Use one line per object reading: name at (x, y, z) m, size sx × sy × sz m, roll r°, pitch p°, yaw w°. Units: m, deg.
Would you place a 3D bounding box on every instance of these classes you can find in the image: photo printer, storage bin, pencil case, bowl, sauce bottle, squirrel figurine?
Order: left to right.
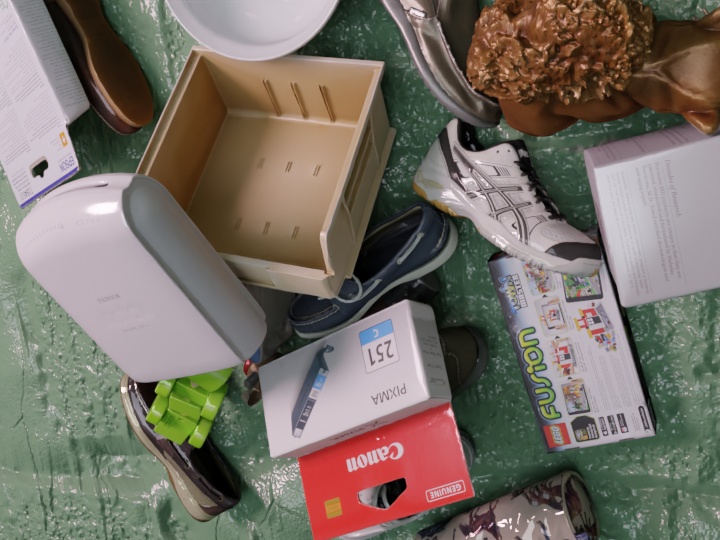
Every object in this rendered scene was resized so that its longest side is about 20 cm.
photo printer at (-0.198, 0.007, 0.770) m, size 0.164 × 0.070 × 0.201 m, roll -12°, pitch 126°, yaw 35°
storage bin at (-0.088, -0.093, 0.810) m, size 0.197 × 0.094 × 0.201 m, roll 9°, pitch 63°, yaw 17°
bowl at (-0.086, -0.300, 0.809) m, size 0.198 × 0.090 × 0.205 m, roll 6°, pitch 108°, yaw 20°
sauce bottle at (0.003, 0.073, 0.896) m, size 0.065 × 0.065 × 0.200 m, roll 44°, pitch 114°, yaw 4°
pencil case at (0.147, 0.280, 0.893) m, size 0.198 × 0.077 × 0.091 m, roll -29°, pitch 74°, yaw 25°
squirrel figurine at (0.190, -0.161, 0.671) m, size 0.185 × 0.198 × 0.144 m, roll 22°, pitch 107°, yaw 36°

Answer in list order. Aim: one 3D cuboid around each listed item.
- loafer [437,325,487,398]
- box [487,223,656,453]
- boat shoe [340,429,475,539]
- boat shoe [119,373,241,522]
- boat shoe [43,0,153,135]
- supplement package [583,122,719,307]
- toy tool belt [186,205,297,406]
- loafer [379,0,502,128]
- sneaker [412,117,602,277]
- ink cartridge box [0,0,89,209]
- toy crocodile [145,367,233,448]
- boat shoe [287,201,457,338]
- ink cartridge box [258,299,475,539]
loafer at (0.038, 0.125, 0.876) m, size 0.201 × 0.069 × 0.076 m, roll -50°, pitch 49°, yaw 19°
box at (0.203, 0.068, 0.834) m, size 0.109 × 0.035 × 0.203 m, roll -14°, pitch 100°, yaw 24°
boat shoe at (0.037, 0.240, 0.930) m, size 0.199 × 0.066 × 0.073 m, roll -33°, pitch 92°, yaw 25°
boat shoe at (-0.203, 0.195, 1.013) m, size 0.064 × 0.073 × 0.202 m, roll -25°, pitch 105°, yaw 20°
boat shoe at (-0.290, -0.228, 0.922) m, size 0.070 × 0.070 × 0.202 m, roll -30°, pitch 86°, yaw 30°
supplement package at (0.292, -0.060, 0.702) m, size 0.197 × 0.117 × 0.119 m, roll -14°, pitch 101°, yaw 15°
toy tool belt at (-0.131, 0.032, 0.915) m, size 0.122 × 0.125 × 0.202 m, roll 27°, pitch 137°, yaw 25°
loafer at (0.075, -0.219, 0.778) m, size 0.069 × 0.075 × 0.202 m, roll -32°, pitch 92°, yaw 30°
sneaker at (0.136, -0.069, 0.780) m, size 0.199 × 0.075 × 0.089 m, roll 35°, pitch 107°, yaw 27°
ink cartridge box at (-0.357, -0.183, 0.932) m, size 0.198 × 0.040 × 0.203 m, roll -12°, pitch 101°, yaw 50°
toy crocodile at (-0.174, 0.128, 0.899) m, size 0.067 × 0.062 × 0.201 m, roll 27°, pitch 143°, yaw -5°
boat shoe at (0.000, 0.000, 0.845) m, size 0.198 × 0.062 × 0.076 m, roll -28°, pitch 51°, yaw 26°
ink cartridge box at (-0.002, 0.146, 0.820) m, size 0.198 × 0.044 × 0.179 m, roll -27°, pitch 65°, yaw 33°
